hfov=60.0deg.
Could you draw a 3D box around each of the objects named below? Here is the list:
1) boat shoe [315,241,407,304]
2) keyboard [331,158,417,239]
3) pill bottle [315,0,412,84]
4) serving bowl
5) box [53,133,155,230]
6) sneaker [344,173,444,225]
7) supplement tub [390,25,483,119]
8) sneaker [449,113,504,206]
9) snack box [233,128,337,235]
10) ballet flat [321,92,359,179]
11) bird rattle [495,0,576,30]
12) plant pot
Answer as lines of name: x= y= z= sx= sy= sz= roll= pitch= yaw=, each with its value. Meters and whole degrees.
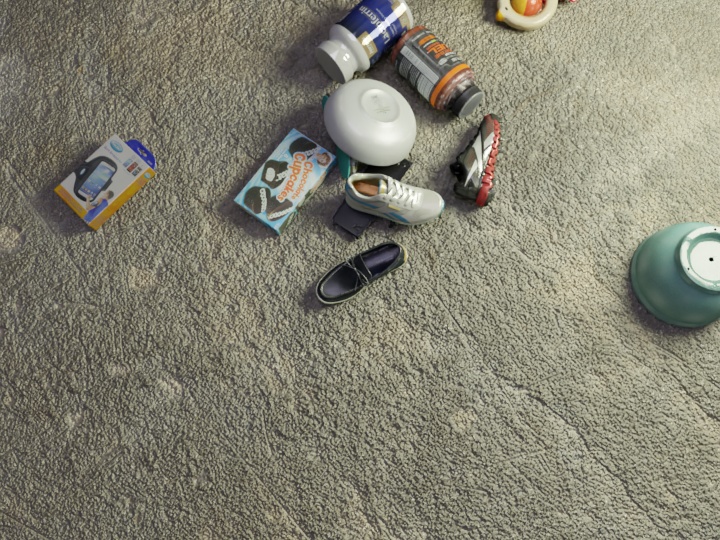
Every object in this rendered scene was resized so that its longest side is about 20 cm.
boat shoe: x=0.000 y=0.000 z=1.224 sx=0.200 sy=0.062 sz=0.075 roll=-27 pitch=77 yaw=-2
keyboard: x=0.043 y=-0.149 z=1.283 sx=0.127 sy=0.021 sz=0.200 roll=34 pitch=81 yaw=13
pill bottle: x=0.006 y=-0.498 z=1.330 sx=0.200 sy=0.116 sz=0.116 roll=-44 pitch=77 yaw=-7
serving bowl: x=0.029 y=-0.313 z=1.262 sx=0.200 sy=0.066 sz=0.200 roll=10 pitch=61 yaw=-18
box: x=-0.534 y=-0.197 z=1.325 sx=0.119 sy=0.041 sz=0.200 roll=42 pitch=84 yaw=13
sneaker: x=0.065 y=-0.142 z=1.228 sx=0.200 sy=0.081 sz=0.077 roll=9 pitch=73 yaw=6
supplement tub: x=0.163 y=-0.408 z=1.300 sx=0.107 sy=0.107 sz=0.200 roll=-41 pitch=77 yaw=-7
sneaker: x=0.234 y=-0.231 z=1.264 sx=0.098 sy=0.071 sz=0.201 roll=11 pitch=77 yaw=4
snack box: x=-0.154 y=-0.185 z=1.296 sx=0.116 sy=0.037 sz=0.200 roll=35 pitch=80 yaw=11
ballet flat: x=-0.023 y=-0.284 z=1.303 sx=0.072 sy=0.072 sz=0.201 roll=-16 pitch=76 yaw=0
bird rattle: x=0.372 y=-0.601 z=1.362 sx=0.200 sy=0.113 sz=0.163 roll=16 pitch=88 yaw=-5
plant pot: x=0.620 y=-0.006 z=1.145 sx=0.200 sy=0.134 sz=0.201 roll=-1 pitch=74 yaw=4
